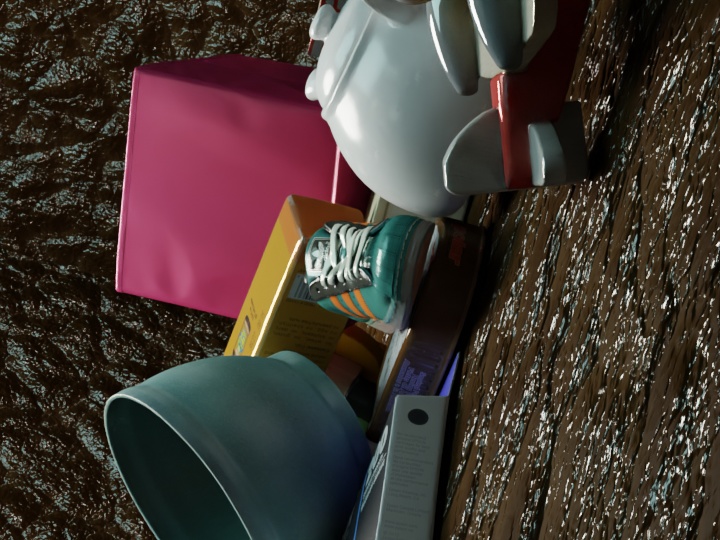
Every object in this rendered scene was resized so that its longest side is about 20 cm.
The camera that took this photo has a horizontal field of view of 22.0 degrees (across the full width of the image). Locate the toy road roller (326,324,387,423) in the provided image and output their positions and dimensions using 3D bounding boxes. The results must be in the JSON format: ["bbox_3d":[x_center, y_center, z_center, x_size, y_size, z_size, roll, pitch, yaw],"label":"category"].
[{"bbox_3d":[-0.039,0.132,1.637,0.146,0.122,0.201,-53,-16,-59],"label":"toy road roller"}]

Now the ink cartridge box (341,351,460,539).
[{"bbox_3d":[0.013,0.182,1.249,0.201,0.043,0.199,-77,5,-46],"label":"ink cartridge box"}]

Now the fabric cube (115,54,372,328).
[{"bbox_3d":[-0.070,-0.072,1.589,0.200,0.198,0.197,-23,-59,-64],"label":"fabric cube"}]

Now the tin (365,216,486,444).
[{"bbox_3d":[0.045,0.048,1.326,0.112,0.042,0.201,-81,8,-45],"label":"tin"}]

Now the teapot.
[{"bbox_3d":[0.035,-0.142,1.263,0.201,0.146,0.198,-61,7,29],"label":"teapot"}]

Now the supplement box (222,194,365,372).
[{"bbox_3d":[-0.056,0.044,1.449,0.067,0.068,0.201,-109,38,-53],"label":"supplement box"}]

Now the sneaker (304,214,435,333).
[{"bbox_3d":[0.000,0.000,1.277,0.200,0.080,0.072,121,167,-77],"label":"sneaker"}]

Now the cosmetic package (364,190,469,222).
[{"bbox_3d":[0.058,-0.100,1.471,0.104,0.073,0.201,175,110,-85],"label":"cosmetic package"}]

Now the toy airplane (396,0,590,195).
[{"bbox_3d":[0.071,-0.136,0.973,0.200,0.140,0.200,110,173,-46],"label":"toy airplane"}]

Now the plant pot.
[{"bbox_3d":[-0.076,0.142,1.360,0.134,0.200,0.201,-34,-15,-25],"label":"plant pot"}]

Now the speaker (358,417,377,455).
[{"bbox_3d":[-0.034,0.213,1.461,0.089,0.088,0.201,111,173,-50],"label":"speaker"}]

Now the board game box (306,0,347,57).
[{"bbox_3d":[0.037,-0.239,1.699,0.200,0.151,0.046,-83,9,-57],"label":"board game box"}]
